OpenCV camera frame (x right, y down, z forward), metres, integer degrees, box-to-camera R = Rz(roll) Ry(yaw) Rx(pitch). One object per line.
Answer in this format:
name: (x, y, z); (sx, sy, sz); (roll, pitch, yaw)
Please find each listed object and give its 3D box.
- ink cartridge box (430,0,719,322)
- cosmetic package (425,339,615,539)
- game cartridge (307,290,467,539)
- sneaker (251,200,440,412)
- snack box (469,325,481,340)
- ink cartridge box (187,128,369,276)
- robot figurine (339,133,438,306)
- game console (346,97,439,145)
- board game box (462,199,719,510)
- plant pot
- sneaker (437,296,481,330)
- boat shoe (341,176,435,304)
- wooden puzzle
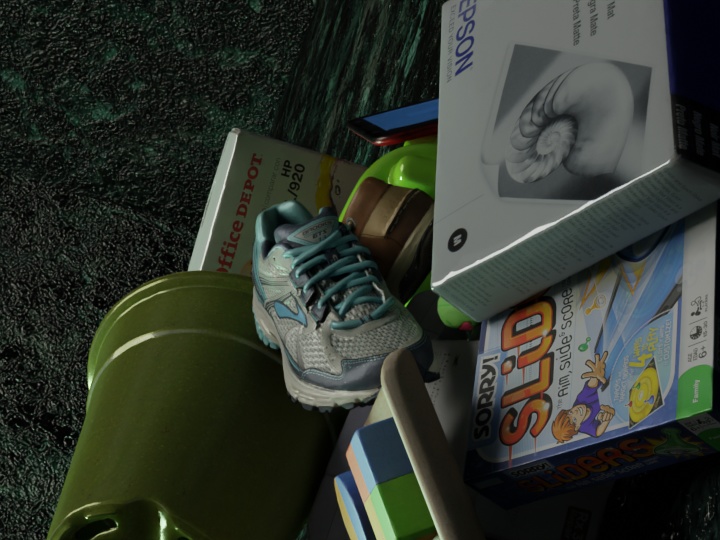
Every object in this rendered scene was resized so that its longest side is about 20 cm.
ink cartridge box: (0.119, -0.098, 0.722); (0.200, 0.041, 0.200); (-29, 42, 35)
cosmetic package: (0.078, 0.094, 0.851); (0.200, 0.074, 0.102); (158, 127, -80)
game cartridge: (0.021, 0.117, 0.998); (0.134, 0.040, 0.200); (84, -153, -54)
sneaker: (-0.021, 0.015, 0.854); (0.200, 0.077, 0.087); (-147, 44, -62)
snack box: (0.079, 0.086, 1.003); (0.072, 0.024, 0.201); (176, 110, -80)
ink cartridge box: (-0.040, -0.029, 1.357); (0.145, 0.199, 0.148); (-150, 77, -81)
robot figurine: (0.041, -0.022, 1.116); (0.200, 0.115, 0.176); (124, 159, -74)
game console: (0.078, -0.169, 1.160); (0.200, 0.118, 0.173); (-128, 54, -78)
board game box: (0.118, 0.002, 0.709); (0.135, 0.034, 0.201); (-24, 44, 39)
plant pot: (-0.106, 0.134, 0.944); (0.190, 0.199, 0.201); (-68, 1, -57)
sneaker: (0.087, -0.016, 0.872); (0.200, 0.076, 0.084); (-42, -45, -80)
boat shoe: (0.000, 0.000, 0.985); (0.076, 0.074, 0.200); (-55, -1, -35)
wooden puzzle: (0.032, 0.150, 0.741); (0.200, 0.046, 0.186); (96, 153, -72)
